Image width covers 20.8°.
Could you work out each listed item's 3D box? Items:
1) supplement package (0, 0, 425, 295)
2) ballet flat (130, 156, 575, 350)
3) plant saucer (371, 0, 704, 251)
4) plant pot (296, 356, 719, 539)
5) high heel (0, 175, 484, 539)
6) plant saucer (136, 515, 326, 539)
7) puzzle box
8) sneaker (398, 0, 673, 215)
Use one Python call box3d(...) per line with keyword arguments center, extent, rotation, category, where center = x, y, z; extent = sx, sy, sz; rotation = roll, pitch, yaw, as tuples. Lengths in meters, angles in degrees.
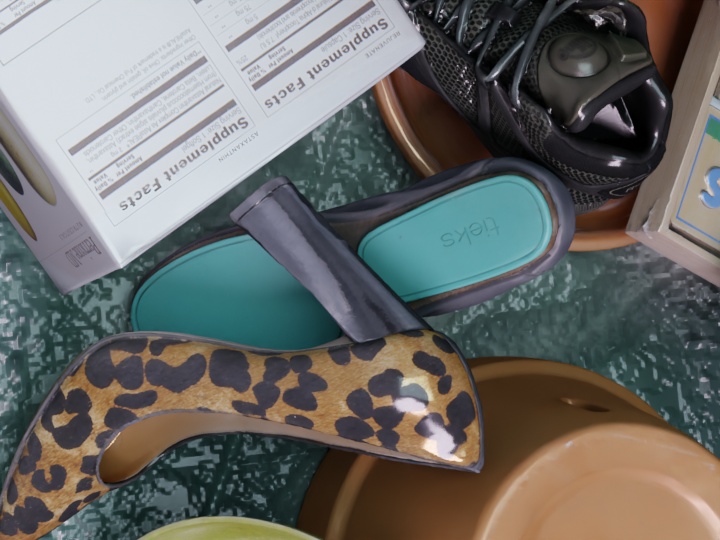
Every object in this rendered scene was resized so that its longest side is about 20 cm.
box3d(center=(-0.107, -0.118, 0.781), extent=(0.150, 0.152, 0.200), rotation=(-37, 96, -16), category="supplement package")
box3d(center=(0.000, 0.000, 0.839), extent=(0.199, 0.073, 0.073), rotation=(-17, 90, 18), category="ballet flat")
box3d(center=(0.093, -0.108, 0.906), extent=(0.199, 0.037, 0.201), rotation=(1, 86, -17), category="plant saucer")
box3d(center=(0.084, 0.133, 0.828), extent=(0.199, 0.140, 0.201), rotation=(2, 84, -18), category="plant pot")
box3d(center=(-0.052, 0.079, 0.787), extent=(0.200, 0.071, 0.143), rotation=(-46, 74, 9), category="high heel")
box3d(center=(-0.028, 0.187, 0.784), extent=(0.031, 0.199, 0.201), rotation=(-30, 96, -58), category="plant saucer")
box3d(center=(0.221, -0.038, 0.922), extent=(0.199, 0.025, 0.134), rotation=(26, 78, -29), category="puzzle box")
box3d(center=(0.053, -0.105, 0.816), extent=(0.199, 0.114, 0.076), rotation=(43, 73, -8), category="sneaker")
